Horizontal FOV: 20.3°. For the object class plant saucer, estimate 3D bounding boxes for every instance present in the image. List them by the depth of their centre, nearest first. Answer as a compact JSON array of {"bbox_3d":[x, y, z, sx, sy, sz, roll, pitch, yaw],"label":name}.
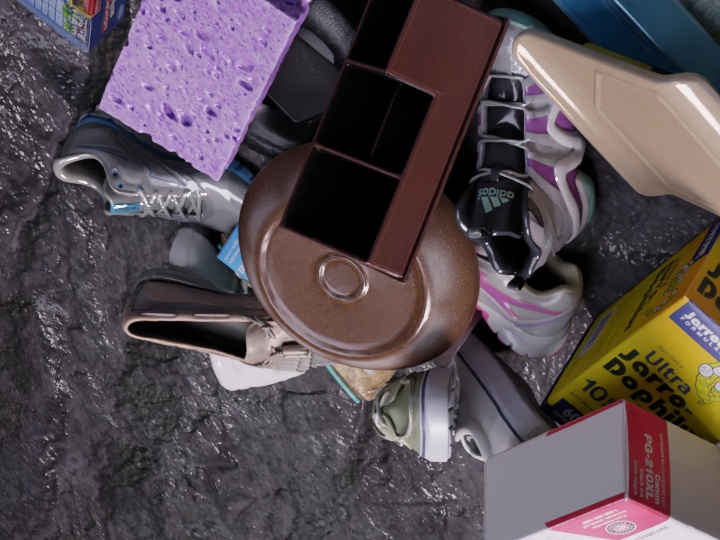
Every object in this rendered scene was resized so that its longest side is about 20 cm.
[{"bbox_3d":[-0.009,-0.002,1.527,0.200,0.037,0.201,12,123,19],"label":"plant saucer"}]

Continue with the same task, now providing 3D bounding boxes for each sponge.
[{"bbox_3d":[-0.117,-0.158,1.477,0.111,0.030,0.200,33,141,0],"label":"sponge"}]

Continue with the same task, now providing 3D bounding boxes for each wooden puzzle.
[{"bbox_3d":[0.213,-0.094,1.366,0.185,0.037,0.200,42,171,-31],"label":"wooden puzzle"}]

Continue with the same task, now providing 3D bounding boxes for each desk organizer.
[{"bbox_3d":[0.022,-0.102,1.419,0.077,0.201,0.072,20,-178,-30],"label":"desk organizer"}]

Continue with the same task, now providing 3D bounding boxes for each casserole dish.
[{"bbox_3d":[0.178,-0.176,1.352,0.200,0.039,0.121,46,176,-12],"label":"casserole dish"}]

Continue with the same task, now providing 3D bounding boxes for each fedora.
[{"bbox_3d":[-0.049,-0.174,1.514,0.200,0.092,0.201,19,139,17],"label":"fedora"}]

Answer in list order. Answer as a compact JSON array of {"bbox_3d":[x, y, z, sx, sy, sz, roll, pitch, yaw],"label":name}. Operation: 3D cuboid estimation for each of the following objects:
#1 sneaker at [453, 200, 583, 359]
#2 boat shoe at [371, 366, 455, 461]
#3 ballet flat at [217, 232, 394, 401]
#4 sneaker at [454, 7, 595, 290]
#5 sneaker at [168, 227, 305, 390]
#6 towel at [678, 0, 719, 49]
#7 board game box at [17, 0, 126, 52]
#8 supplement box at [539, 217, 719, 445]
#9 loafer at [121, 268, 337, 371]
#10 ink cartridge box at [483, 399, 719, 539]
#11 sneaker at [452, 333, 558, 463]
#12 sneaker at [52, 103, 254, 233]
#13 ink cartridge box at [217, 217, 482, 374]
[{"bbox_3d":[0.095,-0.019,1.574,0.200,0.081,0.088,31,139,-5],"label":"sneaker"},{"bbox_3d":[0.040,0.116,1.590,0.062,0.072,0.200,4,171,-1],"label":"boat shoe"},{"bbox_3d":[-0.037,0.025,1.724,0.065,0.071,0.200,-40,112,7],"label":"ballet flat"},{"bbox_3d":[0.107,-0.077,1.452,0.078,0.140,0.200,3,128,36],"label":"sneaker"},{"bbox_3d":[-0.103,0.031,1.770,0.088,0.075,0.200,-3,142,19],"label":"sneaker"},{"bbox_3d":[0.235,-0.239,1.280,0.200,0.048,0.171,47,139,-11],"label":"towel"},{"bbox_3d":[-0.274,-0.301,1.582,0.199,0.062,0.200,28,139,11],"label":"board game box"},{"bbox_3d":[0.245,0.064,1.510,0.109,0.110,0.200,40,140,-4],"label":"supplement box"},{"bbox_3d":[-0.102,0.053,1.675,0.199,0.063,0.072,13,130,10],"label":"loafer"},{"bbox_3d":[0.211,0.186,1.494,0.200,0.085,0.145,27,141,-33],"label":"ink cartridge box"},{"bbox_3d":[0.100,0.110,1.610,0.071,0.200,0.073,-46,112,6],"label":"sneaker"},{"bbox_3d":[-0.173,-0.067,1.713,0.200,0.087,0.075,21,136,16],"label":"sneaker"},{"bbox_3d":[0.000,0.000,1.625,0.200,0.115,0.068,38,140,0],"label":"ink cartridge box"}]
